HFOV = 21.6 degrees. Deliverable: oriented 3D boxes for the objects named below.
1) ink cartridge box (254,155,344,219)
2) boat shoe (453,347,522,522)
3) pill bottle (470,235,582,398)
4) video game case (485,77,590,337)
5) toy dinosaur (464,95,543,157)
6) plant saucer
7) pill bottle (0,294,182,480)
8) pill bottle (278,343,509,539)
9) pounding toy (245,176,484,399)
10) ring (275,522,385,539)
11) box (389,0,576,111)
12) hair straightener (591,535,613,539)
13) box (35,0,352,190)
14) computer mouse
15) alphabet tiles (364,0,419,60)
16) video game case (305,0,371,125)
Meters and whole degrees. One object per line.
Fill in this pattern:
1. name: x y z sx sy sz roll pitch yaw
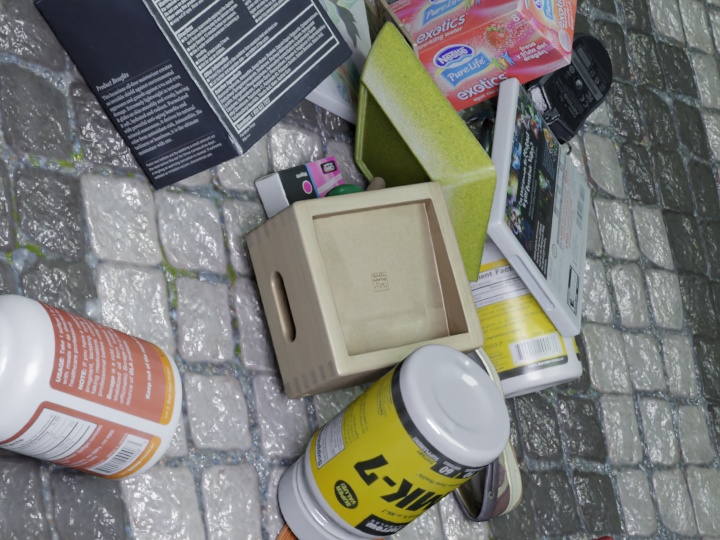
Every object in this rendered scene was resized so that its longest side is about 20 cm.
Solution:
1. ink cartridge box: -0.028 -0.005 1.793 0.095 0.037 0.200 -21 93 -53
2. boat shoe: 0.103 0.151 1.857 0.065 0.072 0.200 -22 97 -59
3. pill bottle: 0.151 0.027 1.941 0.111 0.111 0.200 -3 77 -53
4. video game case: 0.179 -0.063 1.895 0.182 0.023 0.200 51 35 -39
5. toy dinosaur: 0.183 -0.089 2.065 0.200 0.105 0.182 -65 144 -57
6. plant saucer: 0.050 -0.103 1.806 0.048 0.200 0.200 -25 63 -17
7. pill bottle: -0.239 0.083 1.413 0.200 0.112 0.112 25 55 -44
8. pill bottle: 0.025 0.160 1.626 0.114 0.200 0.114 27 41 -26
9. pounding toy: 0.000 0.000 1.712 0.184 0.142 0.200 -10 79 -32
10. ring: -0.011 0.305 1.679 0.200 0.019 0.201 26 55 -44
11. box: 0.115 -0.243 1.947 0.095 0.200 0.103 39 46 -35
12. hair straightener: 0.249 0.376 1.959 0.077 0.041 0.200 47 42 -27
13. box: -0.143 -0.213 1.660 0.199 0.123 0.200 59 43 -15
14. computer mouse: 0.224 -0.207 2.204 0.200 0.053 0.139 -45 109 -40
15. alphabet tiles: 0.045 -0.171 1.862 0.200 0.006 0.167 80 -15 -44
16. video game case: -0.059 -0.258 1.883 0.200 0.022 0.183 24 56 -45
